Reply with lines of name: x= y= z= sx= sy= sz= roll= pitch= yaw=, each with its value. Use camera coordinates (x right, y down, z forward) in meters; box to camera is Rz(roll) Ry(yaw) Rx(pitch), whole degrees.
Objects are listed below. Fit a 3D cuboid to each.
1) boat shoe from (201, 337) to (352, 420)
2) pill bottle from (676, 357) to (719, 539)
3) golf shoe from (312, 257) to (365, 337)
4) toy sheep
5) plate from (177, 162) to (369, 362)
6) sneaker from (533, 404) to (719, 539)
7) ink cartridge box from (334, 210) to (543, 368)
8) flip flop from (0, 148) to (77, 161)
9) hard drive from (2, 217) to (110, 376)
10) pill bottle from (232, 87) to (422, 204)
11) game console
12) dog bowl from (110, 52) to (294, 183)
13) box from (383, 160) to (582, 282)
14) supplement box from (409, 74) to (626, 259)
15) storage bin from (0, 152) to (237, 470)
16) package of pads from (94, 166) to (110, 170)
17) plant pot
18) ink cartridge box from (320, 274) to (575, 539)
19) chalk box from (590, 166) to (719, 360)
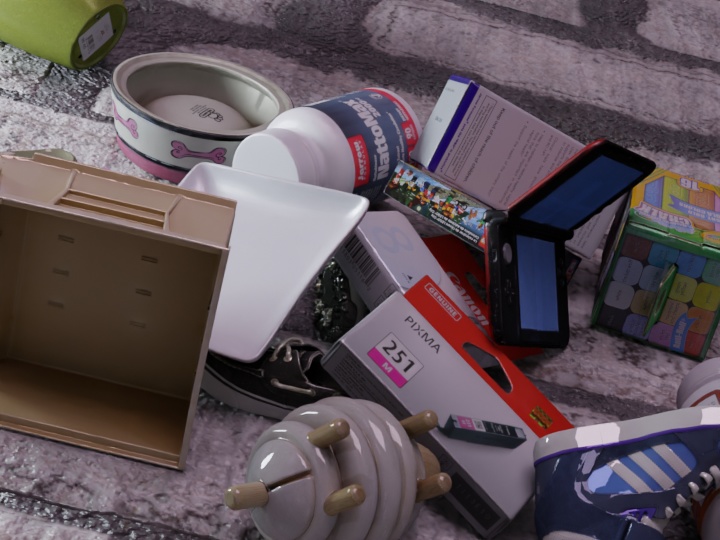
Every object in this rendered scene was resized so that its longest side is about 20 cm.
boat shoe: x=-0.052 y=0.090 z=1.440 sx=0.198 sy=0.064 sz=0.071 roll=20 pitch=29 yaw=10
pill bottle: x=0.327 y=0.162 z=1.435 sx=0.111 sy=0.113 sz=0.201 roll=10 pitch=29 yaw=-7
golf shoe: x=0.000 y=0.000 z=1.614 sx=0.087 sy=0.078 sz=0.201 roll=14 pitch=28 yaw=-10
toy sheep: x=-0.018 y=0.157 z=1.268 sx=0.199 sy=0.139 sz=0.138 roll=5 pitch=28 yaw=-41
plate: x=-0.116 y=-0.005 z=1.486 sx=0.199 sy=0.032 sz=0.200 roll=14 pitch=53 yaw=31
sneaker: x=0.235 y=0.191 z=1.320 sx=0.198 sy=0.081 sz=0.148 roll=-8 pitch=68 yaw=6
ink cartridge box: x=0.081 y=0.016 z=1.571 sx=0.199 sy=0.047 sz=0.161 roll=-6 pitch=54 yaw=-49
flip flop: x=-0.363 y=-0.105 z=1.650 sx=0.199 sy=0.058 sz=0.081 roll=-11 pitch=38 yaw=-39
hard drive: x=-0.311 y=0.005 z=1.402 sx=0.198 sy=0.133 sz=0.027 roll=14 pitch=28 yaw=0
pill bottle: x=-0.034 y=-0.115 z=1.747 sx=0.119 sy=0.120 sz=0.199 roll=30 pitch=31 yaw=27
game console: x=0.198 y=-0.018 z=1.550 sx=0.118 sy=0.174 sz=0.200 roll=-5 pitch=-5 yaw=24
dog bowl: x=-0.174 y=-0.159 z=1.816 sx=0.198 sy=0.074 sz=0.201 roll=11 pitch=28 yaw=-6
box: x=0.125 y=-0.044 z=1.696 sx=0.136 sy=0.038 sz=0.200 roll=33 pitch=6 yaw=29
supplement box: x=0.164 y=-0.107 z=1.732 sx=0.199 sy=0.104 sz=0.101 roll=27 pitch=5 yaw=-12
storage bin: x=-0.211 y=0.029 z=1.335 sx=0.197 sy=0.201 sz=0.094 roll=13 pitch=27 yaw=-2
package of pads: x=-0.312 y=-0.033 z=1.445 sx=0.198 sy=0.122 sz=0.076 roll=5 pitch=21 yaw=7
plant pot: x=-0.369 y=-0.325 z=1.944 sx=0.200 sy=0.188 sz=0.187 roll=40 pitch=35 yaw=15
ink cartridge box: x=0.088 y=0.099 z=1.412 sx=0.200 sy=0.044 sz=0.173 roll=46 pitch=44 yaw=5
chalk box: x=0.310 y=-0.002 z=1.703 sx=0.123 sy=0.125 sz=0.200 roll=18 pitch=30 yaw=3
